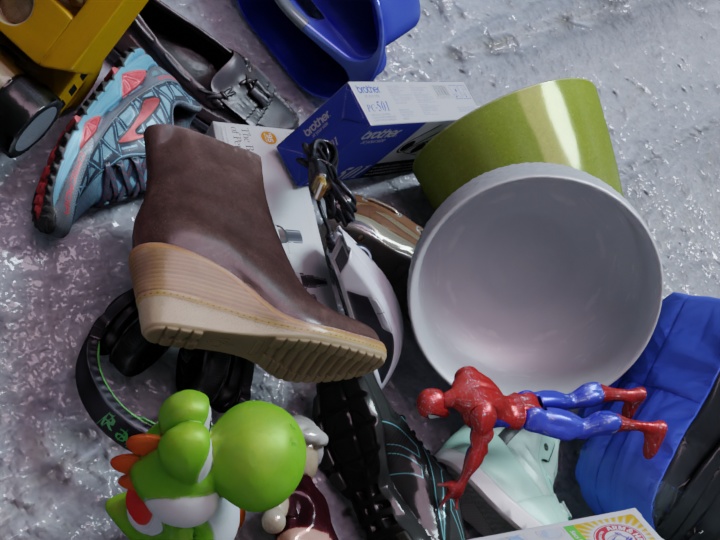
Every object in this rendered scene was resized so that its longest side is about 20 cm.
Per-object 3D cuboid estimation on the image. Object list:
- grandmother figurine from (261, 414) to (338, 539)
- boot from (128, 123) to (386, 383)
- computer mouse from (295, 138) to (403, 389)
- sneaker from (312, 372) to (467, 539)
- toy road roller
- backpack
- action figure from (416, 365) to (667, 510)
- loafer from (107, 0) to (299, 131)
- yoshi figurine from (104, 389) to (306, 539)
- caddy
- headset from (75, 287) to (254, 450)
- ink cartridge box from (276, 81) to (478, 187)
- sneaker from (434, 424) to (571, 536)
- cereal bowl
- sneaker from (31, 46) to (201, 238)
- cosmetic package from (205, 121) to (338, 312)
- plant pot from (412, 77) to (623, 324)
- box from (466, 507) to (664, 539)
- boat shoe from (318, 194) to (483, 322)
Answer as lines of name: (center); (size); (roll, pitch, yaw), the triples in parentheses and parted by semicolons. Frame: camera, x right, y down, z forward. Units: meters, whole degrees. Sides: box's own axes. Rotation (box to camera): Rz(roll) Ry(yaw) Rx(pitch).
grandmother figurine: (-0.041, 0.188, 0.724); (0.059, 0.122, 0.203); (-14, 50, 4)
boot: (-0.069, -0.015, 0.751); (0.197, 0.072, 0.169); (15, 55, -28)
computer mouse: (0.000, 0.000, 0.823); (0.043, 0.203, 0.110); (-19, 25, -5)
sneaker: (0.025, 0.159, 0.799); (0.078, 0.075, 0.203); (-9, 74, -46)
toy road roller: (-0.239, -0.192, 0.785); (0.123, 0.201, 0.146); (40, 11, -2)
backpack: (0.275, 0.145, 0.890); (0.162, 0.167, 0.202); (36, 76, -28)
action figure: (0.123, 0.128, 0.789); (0.196, 0.100, 0.066); (11, 30, -22)
loafer: (-0.136, -0.175, 0.914); (0.198, 0.063, 0.073); (31, 49, -11)
yoshi figurine: (-0.082, 0.140, 0.636); (0.111, 0.201, 0.112); (-33, 66, -28)
caddy: (-0.040, -0.258, 0.980); (0.201, 0.142, 0.104); (50, 45, 8)
headset: (-0.127, 0.044, 0.752); (0.122, 0.094, 0.202); (27, 33, -14)
ink cartridge box: (0.023, -0.124, 0.926); (0.199, 0.094, 0.045); (-15, 72, -55)
sneaker: (0.159, 0.191, 0.846); (0.201, 0.074, 0.118); (46, 51, 5)
cereal bowl: (0.134, 0.006, 0.830); (0.198, 0.202, 0.084); (30, 20, -10)
sneaker: (-0.183, -0.095, 0.822); (0.095, 0.079, 0.202); (32, 48, -12)
cosmetic package: (-0.077, -0.026, 0.861); (0.081, 0.051, 0.203); (3, 59, -32)
plant pot: (0.167, -0.037, 0.948); (0.185, 0.187, 0.203); (-10, 73, -36)
box: (0.125, 0.249, 0.705); (0.196, 0.103, 0.113); (-6, 22, -14)
boat shoe: (0.055, -0.003, 0.915); (0.199, 0.076, 0.072); (36, 38, -16)
